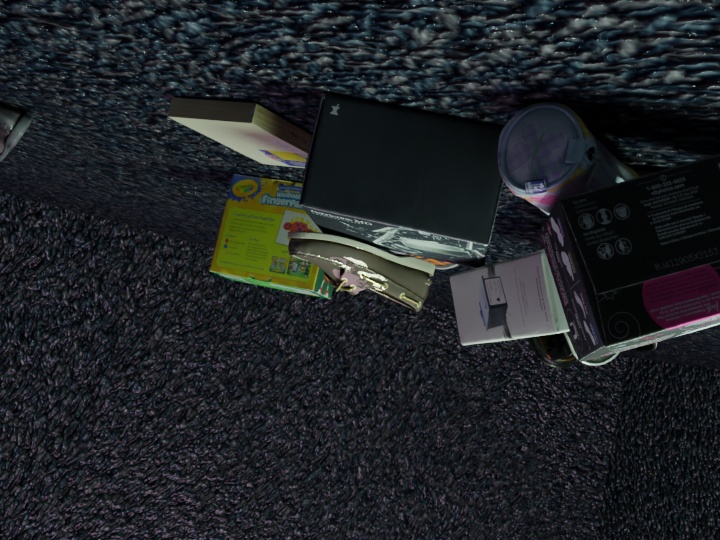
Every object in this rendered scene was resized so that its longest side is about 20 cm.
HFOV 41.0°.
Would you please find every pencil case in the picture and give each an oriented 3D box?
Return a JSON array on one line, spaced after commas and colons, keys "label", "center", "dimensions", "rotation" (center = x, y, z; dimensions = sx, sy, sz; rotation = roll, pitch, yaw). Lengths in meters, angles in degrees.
[{"label": "pencil case", "center": [0.202, -0.089, 0.899], "dimensions": [0.090, 0.085, 0.199], "rotation": [-7, 165, 29]}]

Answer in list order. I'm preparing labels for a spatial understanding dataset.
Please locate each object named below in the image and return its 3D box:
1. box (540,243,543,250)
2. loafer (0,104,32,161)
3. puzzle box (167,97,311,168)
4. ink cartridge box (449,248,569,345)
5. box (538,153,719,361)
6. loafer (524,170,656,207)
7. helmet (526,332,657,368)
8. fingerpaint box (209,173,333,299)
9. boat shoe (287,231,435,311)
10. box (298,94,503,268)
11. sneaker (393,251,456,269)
[{"label": "box", "center": [0.299, 0.020, 1.213], "dimensions": [0.098, 0.097, 0.200], "rotation": [16, 176, -13]}, {"label": "loafer", "center": [-0.560, -0.220, 1.495], "dimensions": [0.063, 0.073, 0.199], "rotation": [36, 160, -22]}, {"label": "puzzle box", "center": [-0.123, -0.165, 1.180], "dimensions": [0.131, 0.026, 0.199], "rotation": [9, 174, 31]}, {"label": "ink cartridge box", "center": [0.205, 0.022, 1.021], "dimensions": [0.144, 0.087, 0.200], "rotation": [-8, 174, -22]}, {"label": "box", "center": [0.271, -0.014, 0.828], "dimensions": [0.197, 0.134, 0.115], "rotation": [-15, 168, -2]}, {"label": "loafer", "center": [0.252, -0.072, 1.029], "dimensions": [0.198, 0.069, 0.075], "rotation": [7, 173, 46]}, {"label": "helmet", "center": [0.343, 0.049, 1.409], "dimensions": [0.189, 0.202, 0.200], "rotation": [-28, -175, -13]}, {"label": "fingerpaint box", "center": [-0.127, -0.057, 1.552], "dimensions": [0.197, 0.170, 0.073], "rotation": [9, 172, 25]}, {"label": "boat shoe", "center": [0.000, 0.000, 1.110], "dimensions": [0.198, 0.061, 0.071], "rotation": [15, 177, -35]}, {"label": "box", "center": [0.053, -0.090, 1.040], "dimensions": [0.197, 0.126, 0.197], "rotation": [12, 173, 7]}, {"label": "sneaker", "center": [0.082, -0.054, 1.575], "dimensions": [0.198, 0.079, 0.111], "rotation": [8, 174, 39]}]
